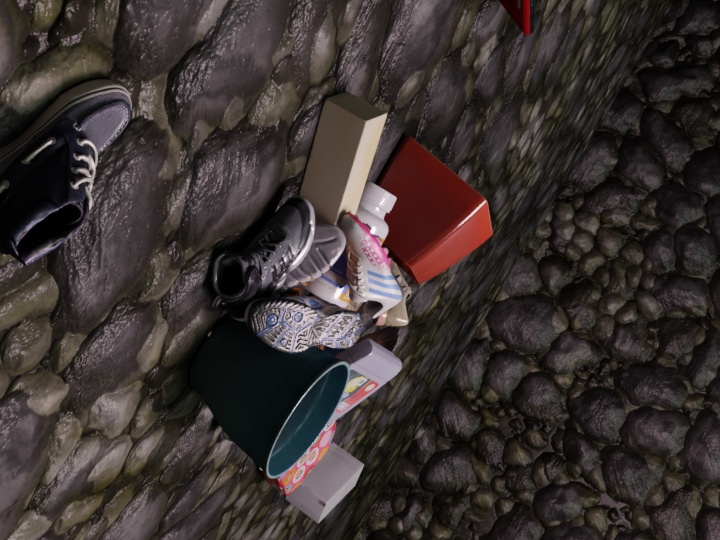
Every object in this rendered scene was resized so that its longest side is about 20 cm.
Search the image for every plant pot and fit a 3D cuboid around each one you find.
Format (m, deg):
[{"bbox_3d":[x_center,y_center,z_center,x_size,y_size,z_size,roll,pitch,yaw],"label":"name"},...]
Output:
[{"bbox_3d":[0.113,-0.095,1.517,0.176,0.200,0.200,-47,161,-2],"label":"plant pot"},{"bbox_3d":[-0.147,0.173,1.218,0.200,0.187,0.201,-48,159,-26],"label":"plant pot"}]

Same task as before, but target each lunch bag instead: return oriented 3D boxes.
[{"bbox_3d":[-0.132,0.371,1.731,0.201,0.081,0.177,-50,159,-24],"label":"lunch bag"}]

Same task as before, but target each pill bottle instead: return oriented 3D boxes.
[{"bbox_3d":[-0.022,-0.051,1.324,0.202,0.111,0.112,-60,162,4],"label":"pill bottle"}]

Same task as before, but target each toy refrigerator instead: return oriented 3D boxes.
[{"bbox_3d":[-0.031,-0.154,1.201,0.070,0.075,0.202,-33,148,-53],"label":"toy refrigerator"}]

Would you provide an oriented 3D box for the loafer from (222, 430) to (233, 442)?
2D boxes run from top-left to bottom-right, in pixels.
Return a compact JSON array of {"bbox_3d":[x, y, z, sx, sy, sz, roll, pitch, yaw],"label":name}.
[{"bbox_3d":[-0.165,0.212,1.354,0.075,0.069,0.202,-19,136,-62],"label":"loafer"}]

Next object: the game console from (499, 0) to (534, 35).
[{"bbox_3d":[0.290,-0.545,1.397,0.118,0.174,0.200,-31,160,2],"label":"game console"}]

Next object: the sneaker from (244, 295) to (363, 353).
[{"bbox_3d":[-0.090,0.075,1.170,0.198,0.077,0.077,14,97,-43],"label":"sneaker"}]

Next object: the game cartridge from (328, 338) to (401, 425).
[{"bbox_3d":[-0.033,0.202,1.429,0.199,0.041,0.133,-39,140,13],"label":"game cartridge"}]

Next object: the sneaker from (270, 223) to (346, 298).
[{"bbox_3d":[-0.101,0.001,1.230,0.199,0.078,0.112,-34,170,7],"label":"sneaker"}]

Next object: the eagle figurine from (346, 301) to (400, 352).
[{"bbox_3d":[-0.037,0.144,1.551,0.201,0.150,0.152,-53,-152,37],"label":"eagle figurine"}]

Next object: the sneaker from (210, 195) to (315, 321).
[{"bbox_3d":[-0.137,-0.021,1.122,0.201,0.075,0.114,-57,164,1],"label":"sneaker"}]

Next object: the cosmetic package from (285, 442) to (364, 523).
[{"bbox_3d":[-0.089,0.538,2.057,0.199,0.112,0.082,-28,144,-55],"label":"cosmetic package"}]

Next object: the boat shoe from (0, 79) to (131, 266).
[{"bbox_3d":[-0.252,-0.084,0.697,0.200,0.092,0.075,-48,159,-30],"label":"boat shoe"}]

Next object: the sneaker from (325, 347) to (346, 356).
[{"bbox_3d":[-0.103,0.181,1.479,0.198,0.106,0.076,-26,152,-5],"label":"sneaker"}]

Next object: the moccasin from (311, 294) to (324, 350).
[{"bbox_3d":[-0.083,0.101,1.408,0.202,0.073,0.079,-59,163,-52],"label":"moccasin"}]

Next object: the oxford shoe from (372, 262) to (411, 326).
[{"bbox_3d":[0.065,0.034,1.636,0.071,0.073,0.202,113,-15,-50],"label":"oxford shoe"}]

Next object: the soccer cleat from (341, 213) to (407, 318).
[{"bbox_3d":[0.007,0.001,1.250,0.086,0.070,0.201,-40,133,-8],"label":"soccer cleat"}]
